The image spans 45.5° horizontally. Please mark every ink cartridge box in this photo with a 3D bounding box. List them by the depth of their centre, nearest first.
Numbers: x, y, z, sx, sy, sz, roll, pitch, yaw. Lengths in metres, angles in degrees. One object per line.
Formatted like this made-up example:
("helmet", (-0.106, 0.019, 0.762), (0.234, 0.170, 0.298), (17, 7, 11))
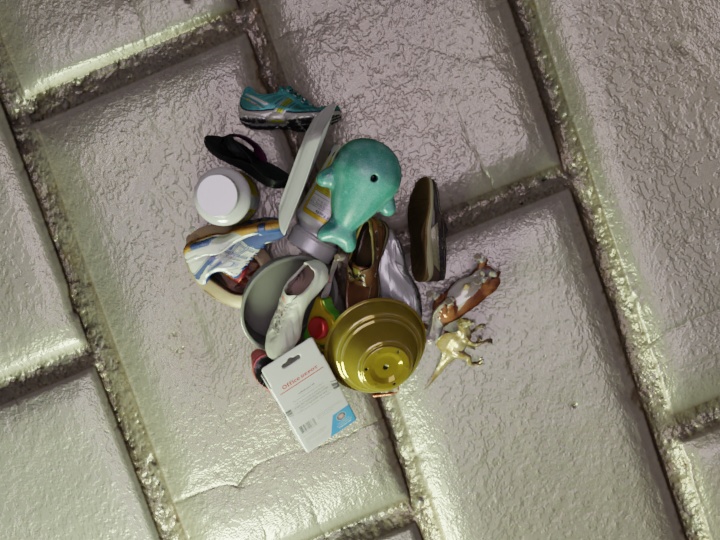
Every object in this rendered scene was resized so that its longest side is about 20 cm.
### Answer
("ink cartridge box", (-0.103, 0.219, 1.588), (0.115, 0.067, 0.202), (-31, 115, -12))

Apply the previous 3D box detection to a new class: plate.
("plate", (-0.101, -0.189, 1.538), (0.032, 0.200, 0.202), (21, 117, -5))

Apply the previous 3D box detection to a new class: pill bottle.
("pill bottle", (-0.246, -0.135, 1.569), (0.103, 0.200, 0.106), (0, 93, 0))
("pill bottle", (-0.050, -0.123, 1.612), (0.113, 0.114, 0.202), (30, 94, -2))

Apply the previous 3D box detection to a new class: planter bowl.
("planter bowl", (0.037, 0.159, 1.575), (0.197, 0.084, 0.203), (-6, 117, -12))

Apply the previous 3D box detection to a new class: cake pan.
("cake pan", (-0.138, 0.058, 1.615), (0.198, 0.037, 0.203), (-13, 121, -23))

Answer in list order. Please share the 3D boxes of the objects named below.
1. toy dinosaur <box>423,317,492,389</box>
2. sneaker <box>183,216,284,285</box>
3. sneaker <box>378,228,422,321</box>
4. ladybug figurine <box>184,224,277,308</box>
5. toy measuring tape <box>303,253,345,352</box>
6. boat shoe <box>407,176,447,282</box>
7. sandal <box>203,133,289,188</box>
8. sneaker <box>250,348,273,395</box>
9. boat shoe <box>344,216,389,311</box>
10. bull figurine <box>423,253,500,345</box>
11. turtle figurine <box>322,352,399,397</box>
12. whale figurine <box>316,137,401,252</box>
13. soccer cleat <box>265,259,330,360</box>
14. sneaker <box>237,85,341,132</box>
("toy dinosaur", (0.189, 0.150, 1.650), (0.100, 0.059, 0.201), (9, 131, -17))
("sneaker", (-0.221, -0.036, 1.576), (0.197, 0.075, 0.089), (-17, 104, 6))
("sneaker", (0.056, 0.029, 1.649), (0.098, 0.078, 0.203), (-21, 86, 10))
("ladybug figurine", (-0.247, -0.009, 1.640), (0.199, 0.072, 0.136), (37, 92, -2))
("toy measuring tape", (-0.051, 0.071, 1.598), (0.073, 0.074, 0.202), (21, 108, -1))
("boat shoe", (0.133, -0.076, 1.642), (0.064, 0.073, 0.203), (7, 82, -32))
("sandal", (-0.208, -0.218, 1.603), (0.199, 0.075, 0.048), (31, 121, 23))
("sneaker", (-0.142, 0.221, 1.659), (0.074, 0.087, 0.201), (-39, 116, -7))
("boat shoe", (0.000, 0.000, 1.591), (0.071, 0.068, 0.203), (8, 91, 23))
("bull figurine", (0.185, 0.054, 1.631), (0.200, 0.122, 0.065), (-42, 65, -5))
("turtle figurine", (-0.008, 0.158, 1.653), (0.197, 0.064, 0.164), (14, 93, -1))
("whale figurine", (-0.004, -0.132, 1.506), (0.158, 0.104, 0.202), (24, 93, -18))
("soccer cleat", (-0.126, 0.068, 1.555), (0.069, 0.077, 0.202), (32, 95, 27))
("sneaker", (-0.133, -0.312, 1.625), (0.197, 0.078, 0.081), (4, 81, -2))
